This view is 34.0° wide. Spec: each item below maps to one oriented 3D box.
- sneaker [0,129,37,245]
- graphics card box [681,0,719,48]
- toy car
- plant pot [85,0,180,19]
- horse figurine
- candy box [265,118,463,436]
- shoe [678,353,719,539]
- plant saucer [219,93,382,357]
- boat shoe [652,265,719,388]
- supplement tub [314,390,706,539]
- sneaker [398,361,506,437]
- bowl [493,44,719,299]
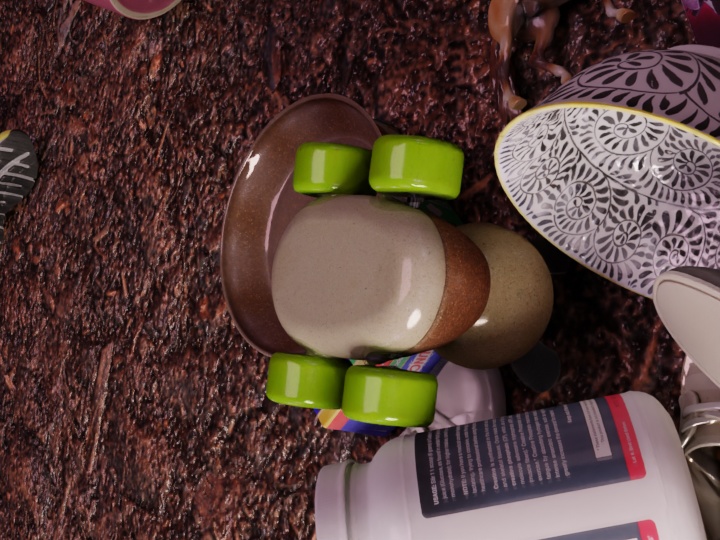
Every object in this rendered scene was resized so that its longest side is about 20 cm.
[{"bbox_3d":[-0.477,-0.110,1.502,0.200,0.078,0.090,-53,45,28],"label":"sneaker"},{"bbox_3d":[0.246,-0.208,0.704,0.125,0.051,0.200,-32,58,41],"label":"graphics card box"},{"bbox_3d":[0.059,0.014,0.758,0.158,0.200,0.164,4,86,53],"label":"toy car"},{"bbox_3d":[-0.268,-0.361,1.240,0.179,0.200,0.200,39,112,30],"label":"plant pot"},{"bbox_3d":[0.139,-0.192,0.820,0.200,0.050,0.133,-52,34,36],"label":"horse figurine"},{"bbox_3d":[0.000,0.000,0.923,0.169,0.077,0.200,-54,48,25],"label":"candy box"},{"bbox_3d":[0.218,0.118,0.662,0.070,0.053,0.200,-28,62,43],"label":"shoe"},{"bbox_3d":[-0.033,-0.031,0.882,0.200,0.037,0.201,-16,69,46],"label":"plant saucer"},{"bbox_3d":[0.248,0.051,0.626,0.200,0.057,0.067,36,143,38],"label":"boat shoe"},{"bbox_3d":[0.086,0.153,0.668,0.200,0.140,0.140,-12,68,7],"label":"supplement tub"},{"bbox_3d":[0.039,0.149,0.841,0.073,0.085,0.200,29,103,50],"label":"sneaker"},{"bbox_3d":[0.186,-0.064,0.668,0.201,0.201,0.094,7,60,50],"label":"bowl"}]
